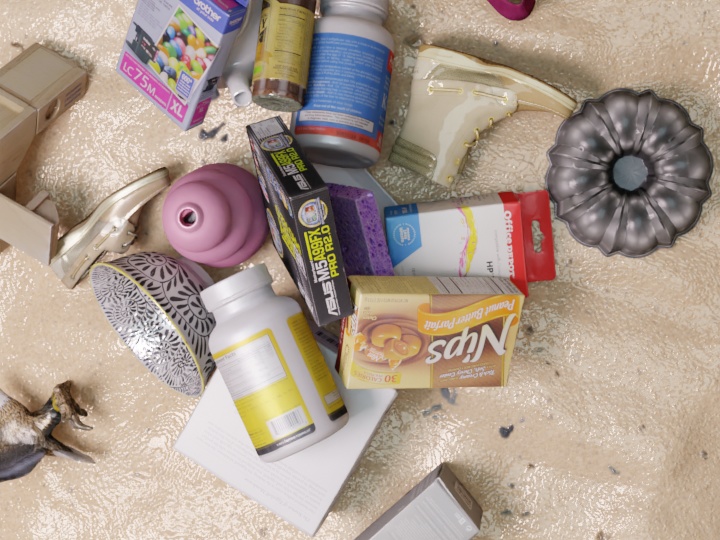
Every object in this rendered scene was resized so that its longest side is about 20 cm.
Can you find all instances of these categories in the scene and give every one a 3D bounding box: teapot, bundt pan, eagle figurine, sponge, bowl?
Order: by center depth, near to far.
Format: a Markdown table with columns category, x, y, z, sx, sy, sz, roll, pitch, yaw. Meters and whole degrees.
| category | x | y | z | sx | sy | sz | roll | pitch | yaw |
| --- | --- | --- | --- | --- | --- | --- | --- | --- | --- |
| bundt pan | 0.313 | -0.113 | 1.490 | 0.199 | 0.076 | 0.205 | 0 | 93 | 7 |
| sponge | 0.000 | 0.000 | 1.497 | 0.030 | 0.111 | 0.202 | -23 | 111 | -26 |
| teapot | -0.178 | -0.314 | 1.511 | 0.198 | 0.146 | 0.200 | 21 | 96 | 7 |
| bowl | -0.224 | 0.046 | 1.542 | 0.094 | 0.201 | 0.201 | -40 | 87 | -27 |
| eagle figurine | -0.439 | 0.203 | 1.583 | 0.199 | 0.152 | 0.151 | -34 | 52 | -8 |

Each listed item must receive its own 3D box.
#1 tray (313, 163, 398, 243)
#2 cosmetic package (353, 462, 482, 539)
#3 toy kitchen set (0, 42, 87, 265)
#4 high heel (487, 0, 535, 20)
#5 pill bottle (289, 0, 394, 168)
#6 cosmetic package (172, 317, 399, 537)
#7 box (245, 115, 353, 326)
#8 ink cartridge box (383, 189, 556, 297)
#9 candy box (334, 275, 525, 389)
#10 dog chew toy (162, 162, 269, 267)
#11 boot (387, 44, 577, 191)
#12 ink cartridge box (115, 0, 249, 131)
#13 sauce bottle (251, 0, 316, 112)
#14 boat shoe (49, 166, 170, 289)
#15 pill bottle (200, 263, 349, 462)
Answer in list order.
| category | x | y | z | sx | sy | sz | roll | pitch | yaw |
| --- | --- | --- | --- | --- | --- | --- | --- | --- | --- |
| tray | -0.012 | -0.067 | 1.564 | 0.107 | 0.022 | 0.200 | -43 | 87 | 9 |
| cosmetic package | 0.048 | 0.331 | 1.538 | 0.199 | 0.107 | 0.090 | -39 | 88 | 6 |
| toy kitchen set | -0.396 | -0.126 | 1.589 | 0.162 | 0.181 | 0.201 | 30 | 137 | 9 |
| high heel | 0.133 | -0.373 | 1.488 | 0.067 | 0.096 | 0.200 | -45 | 87 | 8 |
| pill bottle | -0.018 | -0.229 | 1.503 | 0.111 | 0.112 | 0.203 | 7 | 83 | 7 |
| cosmetic package | -0.082 | 0.170 | 1.537 | 0.198 | 0.123 | 0.201 | 31 | 95 | 5 |
| box | -0.069 | -0.058 | 1.421 | 0.044 | 0.200 | 0.162 | -17 | 123 | -10 |
| ink cartridge box | 0.131 | -0.024 | 1.508 | 0.197 | 0.067 | 0.118 | -7 | 103 | 2 |
| candy box | 0.077 | 0.069 | 1.443 | 0.197 | 0.055 | 0.117 | 1 | 114 | -20 |
| dog chew toy | -0.174 | -0.063 | 1.497 | 0.123 | 0.200 | 0.126 | 0 | 93 | 7 |
| boot | 0.141 | -0.165 | 1.511 | 0.198 | 0.073 | 0.157 | 18 | 95 | 8 |
| ink cartridge box | -0.198 | -0.269 | 1.435 | 0.119 | 0.042 | 0.201 | 40 | 129 | 13 |
| sauce bottle | -0.083 | -0.283 | 1.461 | 0.064 | 0.065 | 0.203 | 5 | 78 | 7 |
| boat shoe | -0.302 | -0.052 | 1.583 | 0.199 | 0.072 | 0.065 | -36 | 93 | 14 |
| pill bottle | -0.099 | 0.100 | 1.418 | 0.111 | 0.112 | 0.202 | -25 | 89 | 8 |
